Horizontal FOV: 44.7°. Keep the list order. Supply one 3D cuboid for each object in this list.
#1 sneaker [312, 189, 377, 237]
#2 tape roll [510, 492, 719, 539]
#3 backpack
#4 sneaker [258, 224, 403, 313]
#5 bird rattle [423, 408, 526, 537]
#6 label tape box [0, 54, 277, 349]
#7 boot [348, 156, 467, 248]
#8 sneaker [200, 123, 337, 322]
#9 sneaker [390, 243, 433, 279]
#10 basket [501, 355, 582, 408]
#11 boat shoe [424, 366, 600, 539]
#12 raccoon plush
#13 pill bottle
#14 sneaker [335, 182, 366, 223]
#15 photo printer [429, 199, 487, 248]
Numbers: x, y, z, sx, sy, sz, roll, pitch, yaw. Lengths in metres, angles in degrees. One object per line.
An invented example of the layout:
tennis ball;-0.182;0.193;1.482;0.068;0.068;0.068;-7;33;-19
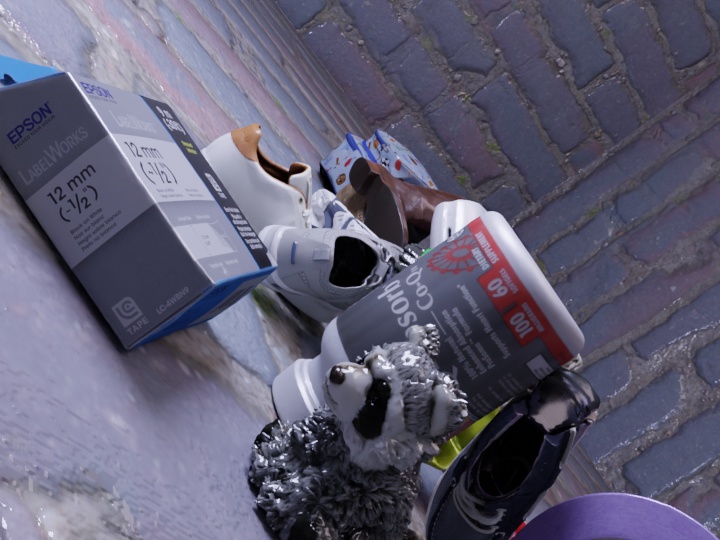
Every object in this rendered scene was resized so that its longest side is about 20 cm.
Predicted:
sneaker;0.000;0.000;0.964;0.129;0.080;0.199;40;6;-30
tape roll;0.185;0.265;0.615;0.066;0.199;0.201;43;15;-53
backpack;0.025;-0.135;1.390;0.200;0.154;0.191;42;5;-43
sneaker;-0.003;0.004;0.767;0.199;0.081;0.076;3;91;-55
bird rattle;0.124;0.198;0.805;0.201;0.112;0.163;57;11;8
label tape box;-0.142;-0.061;0.515;0.201;0.066;0.143;57;9;1
boot;0.091;-0.062;1.166;0.198;0.064;0.188;21;36;-34
sneaker;-0.061;-0.041;0.789;0.201;0.084;0.073;54;7;-25
sneaker;0.054;0.075;0.738;0.084;0.202;0.078;11;-16;17
basket;0.207;0.093;1.335;0.161;0.197;0.200;53;9;-25
boat shoe;0.090;0.159;0.639;0.074;0.201;0.092;39;27;21
raccoon plush;0.025;0.112;0.530;0.097;0.133;0.200;59;10;33
pill bottle;0.044;0.060;0.612;0.116;0.199;0.116;52;9;-12
sneaker;0.018;-0.031;1.196;0.112;0.071;0.201;43;22;-36
photo printer;0.141;0.010;1.092;0.200;0.069;0.169;27;60;-63
